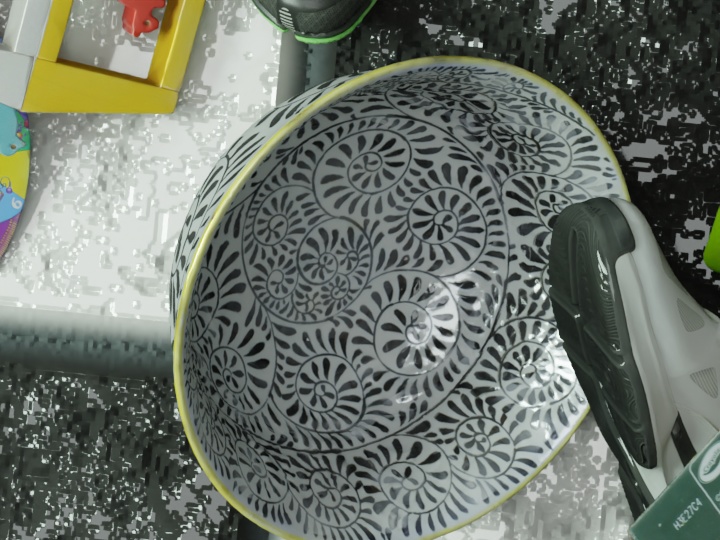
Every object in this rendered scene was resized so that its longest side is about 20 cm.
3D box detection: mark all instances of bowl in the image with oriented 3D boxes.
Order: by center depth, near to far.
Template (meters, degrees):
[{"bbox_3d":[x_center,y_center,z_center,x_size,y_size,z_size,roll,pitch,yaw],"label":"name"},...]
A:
[{"bbox_3d":[0.000,0.000,1.090,0.200,0.094,0.201,-12,116,-25],"label":"bowl"}]

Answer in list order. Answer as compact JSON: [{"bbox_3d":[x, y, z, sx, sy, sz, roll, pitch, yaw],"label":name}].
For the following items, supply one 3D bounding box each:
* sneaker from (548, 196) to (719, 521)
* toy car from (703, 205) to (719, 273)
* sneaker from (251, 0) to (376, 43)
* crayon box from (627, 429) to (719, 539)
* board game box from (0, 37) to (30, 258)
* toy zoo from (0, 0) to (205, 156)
[{"bbox_3d":[0.148,0.038,1.077,0.115,0.076,0.201,-26,122,-7],"label":"sneaker"},{"bbox_3d":[0.212,-0.057,1.023,0.158,0.200,0.165,18,94,7],"label":"toy car"},{"bbox_3d":[-0.006,-0.190,1.107,0.077,0.084,0.200,15,93,8],"label":"sneaker"},{"bbox_3d":[0.208,0.090,1.048,0.127,0.200,0.051,-49,47,17],"label":"crayon box"},{"bbox_3d":[-0.236,-0.046,1.136,0.200,0.039,0.158,-16,110,8],"label":"board game box"},{"bbox_3d":[-0.118,-0.143,1.116,0.131,0.020,0.200,11,101,-26],"label":"toy zoo"}]
